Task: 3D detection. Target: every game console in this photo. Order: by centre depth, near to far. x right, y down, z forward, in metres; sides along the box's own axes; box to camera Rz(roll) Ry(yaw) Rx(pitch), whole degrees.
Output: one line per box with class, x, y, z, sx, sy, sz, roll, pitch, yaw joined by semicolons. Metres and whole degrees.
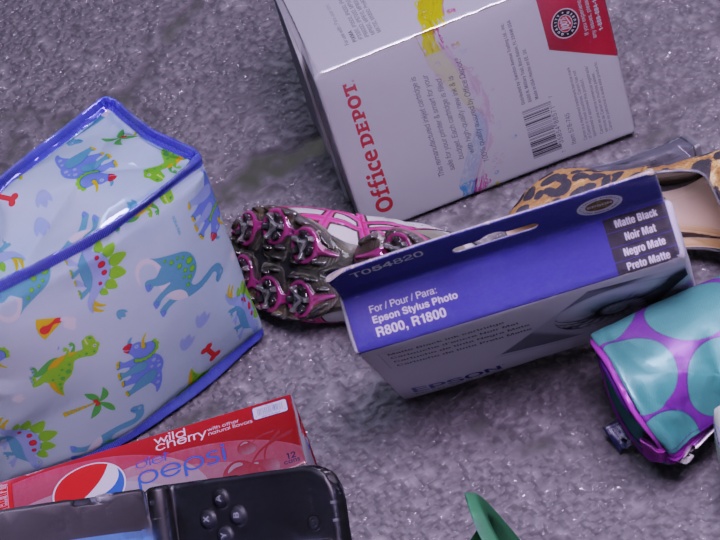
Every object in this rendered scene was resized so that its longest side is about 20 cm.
game console;-0.095;0.212;1.380;0.175;0.201;0.116;-10;-3;33

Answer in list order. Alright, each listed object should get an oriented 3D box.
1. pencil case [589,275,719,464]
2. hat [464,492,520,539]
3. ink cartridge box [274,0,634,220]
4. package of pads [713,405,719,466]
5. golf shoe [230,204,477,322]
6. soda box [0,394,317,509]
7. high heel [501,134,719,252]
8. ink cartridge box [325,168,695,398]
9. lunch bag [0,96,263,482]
pencil case;0.235;0.041;1.552;0.200;0.085;0.093;-25;77;-9
hat;0.037;0.237;1.379;0.176;0.166;0.200;-35;21;4
ink cartridge box;0.057;-0.148;1.771;0.199;0.146;0.145;-21;41;-4
package of pads;0.304;0.125;1.451;0.199;0.068;0.155;-13;41;6
golf shoe;0.000;0.000;1.704;0.200;0.073;0.092;11;9;42
soda box;-0.122;0.144;1.578;0.199;0.070;0.063;-16;41;1
high heel;0.178;-0.027;1.638;0.142;0.072;0.200;-21;20;-12
ink cartridge box;0.094;0.014;1.546;0.199;0.200;0.041;-18;73;8
lunch bag;-0.181;0.021;1.655;0.200;0.170;0.127;-41;47;-22
